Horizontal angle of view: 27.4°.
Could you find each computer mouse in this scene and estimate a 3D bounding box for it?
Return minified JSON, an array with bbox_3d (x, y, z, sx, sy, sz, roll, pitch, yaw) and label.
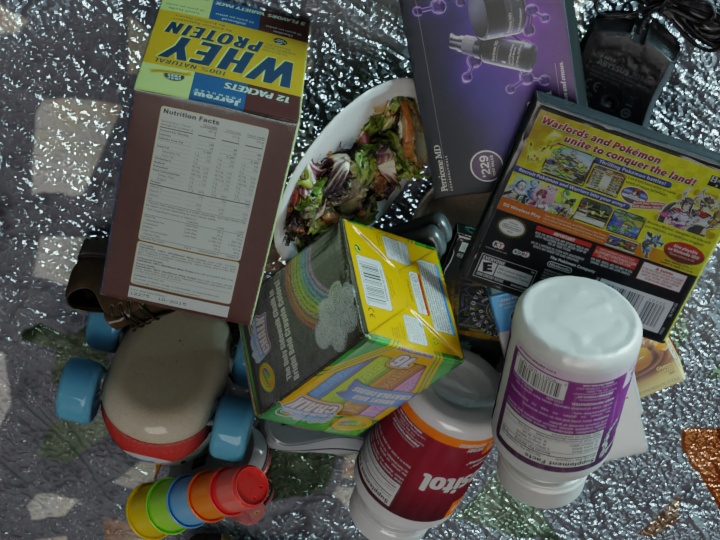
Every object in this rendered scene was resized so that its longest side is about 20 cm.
[{"bbox_3d":[0.237,-0.173,1.324,0.138,0.053,0.201,26,118,-2],"label":"computer mouse"}]

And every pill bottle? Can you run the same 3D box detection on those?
[{"bbox_3d":[0.175,0.113,1.297,0.111,0.113,0.201,3,131,-4],"label":"pill bottle"},{"bbox_3d":[0.061,0.177,1.438,0.112,0.113,0.201,15,130,-12],"label":"pill bottle"}]

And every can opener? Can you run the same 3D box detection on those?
[{"bbox_3d":[0.000,0.000,1.412,0.199,0.053,0.067,-23,112,27],"label":"can opener"}]

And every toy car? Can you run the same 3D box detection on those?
[{"bbox_3d":[-0.192,0.147,1.470,0.183,0.178,0.201,13,136,2],"label":"toy car"}]

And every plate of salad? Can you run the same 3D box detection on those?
[{"bbox_3d":[0.002,-0.080,1.316,0.048,0.199,0.201,40,124,23],"label":"plate of salad"}]

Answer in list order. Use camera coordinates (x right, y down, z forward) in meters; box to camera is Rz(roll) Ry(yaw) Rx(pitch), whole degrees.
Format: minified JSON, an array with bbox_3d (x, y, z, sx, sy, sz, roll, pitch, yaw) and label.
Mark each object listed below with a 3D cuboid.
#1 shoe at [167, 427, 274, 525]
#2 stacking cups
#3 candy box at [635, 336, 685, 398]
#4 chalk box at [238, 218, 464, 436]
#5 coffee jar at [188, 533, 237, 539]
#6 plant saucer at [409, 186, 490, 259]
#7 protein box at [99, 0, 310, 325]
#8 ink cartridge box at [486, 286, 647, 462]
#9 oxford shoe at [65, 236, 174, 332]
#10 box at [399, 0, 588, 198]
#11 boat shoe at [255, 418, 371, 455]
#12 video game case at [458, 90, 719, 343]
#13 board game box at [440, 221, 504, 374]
[{"bbox_3d":[-0.121,0.212,1.527,0.091,0.072,0.200,26,154,-23],"label":"shoe"},{"bbox_3d":[-0.160,0.219,1.432,0.060,0.061,0.200,33,148,-21],"label":"stacking cups"},{"bbox_3d":[0.214,0.094,1.501,0.199,0.055,0.116,-24,118,14],"label":"candy box"},{"bbox_3d":[-0.025,0.066,1.331,0.123,0.125,0.200,15,140,-39],"label":"chalk box"},{"bbox_3d":[-0.106,0.358,1.653,0.198,0.086,0.105,11,123,-8],"label":"coffee jar"},{"bbox_3d":[0.142,-0.031,1.430,0.198,0.035,0.201,0,124,0],"label":"plant saucer"},{"bbox_3d":[-0.132,-0.101,1.273,0.134,0.199,0.201,12,123,-7],"label":"protein box"},{"bbox_3d":[0.195,0.084,1.393,0.115,0.068,0.201,-13,114,7],"label":"ink cartridge box"},{"bbox_3d":[-0.193,0.024,1.375,0.199,0.085,0.073,2,146,36],"label":"oxford shoe"},{"bbox_3d":[0.119,-0.174,1.276,0.140,0.079,0.201,-5,115,17],"label":"box"},{"bbox_3d":[-0.015,0.154,1.536,0.198,0.074,0.067,3,166,-20],"label":"boat shoe"},{"bbox_3d":[0.209,-0.042,1.273,0.199,0.026,0.182,18,120,-7],"label":"video game case"},{"bbox_3d":[0.162,0.045,1.429,0.199,0.028,0.136,18,116,-7],"label":"board game box"}]
